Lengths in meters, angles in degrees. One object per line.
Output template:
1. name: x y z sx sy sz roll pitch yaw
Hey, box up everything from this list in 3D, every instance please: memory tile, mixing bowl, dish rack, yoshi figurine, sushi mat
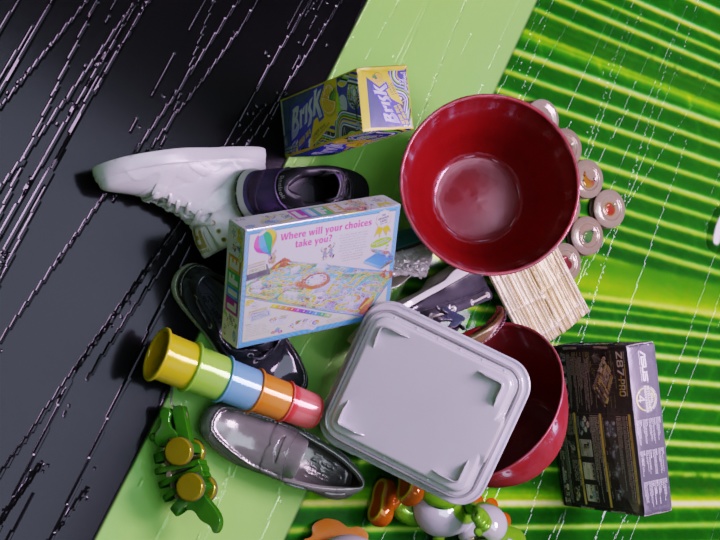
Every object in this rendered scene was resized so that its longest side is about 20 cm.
1. memory tile: 0.238 -0.099 1.853 0.153 0.017 0.200 -47 107 -22
2. mixing bowl: 0.162 0.174 1.718 0.108 0.200 0.201 48 66 -43
3. dish rack: 0.066 0.142 1.601 0.199 0.044 0.172 25 91 11
4. yoshi figurine: 0.110 0.305 1.720 0.200 0.112 0.112 29 90 -25
5. mixing bowl: 0.139 -0.089 1.681 0.199 0.108 0.201 0 84 -3
6. sushi mat: 0.194 -0.010 1.777 0.095 0.012 0.201 -31 103 -17

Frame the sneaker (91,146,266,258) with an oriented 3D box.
1. sneaker: -0.185 -0.070 1.601 0.199 0.074 0.116 -5 86 -29

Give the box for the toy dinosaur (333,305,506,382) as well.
1. toy dinosaur: 0.075 0.140 1.693 0.199 0.182 0.105 -3 45 -40

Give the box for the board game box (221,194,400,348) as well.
1. board game box: -0.052 -0.001 1.591 0.199 0.034 0.135 -10 118 -35

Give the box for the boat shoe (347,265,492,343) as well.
1. boat shoe: 0.073 0.051 1.731 0.200 0.074 0.061 -31 96 -34

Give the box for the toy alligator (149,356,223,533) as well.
1. toy alligator: -0.200 0.191 1.592 0.054 0.059 0.201 -22 78 6

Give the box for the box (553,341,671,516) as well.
1. box: 0.294 0.186 1.784 0.049 0.161 0.201 -6 89 -27

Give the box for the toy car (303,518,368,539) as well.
1. toy car: 0.011 0.359 1.650 0.176 0.185 0.201 -9 62 -27

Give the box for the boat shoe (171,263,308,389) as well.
1. boat shoe: -0.121 0.068 1.629 0.075 0.066 0.200 -44 106 -23

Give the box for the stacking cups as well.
1. stacking cups: -0.134 0.122 1.600 0.199 0.060 0.061 24 76 -28

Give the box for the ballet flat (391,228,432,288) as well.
1. ballet flat: 0.000 0.000 1.700 0.199 0.072 0.072 -10 91 -27

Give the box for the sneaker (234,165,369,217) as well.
1. sneaker: -0.040 -0.082 1.640 0.200 0.087 0.076 -7 91 -51

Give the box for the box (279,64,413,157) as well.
1. box: -0.019 -0.170 1.622 0.064 0.200 0.070 -5 88 -26

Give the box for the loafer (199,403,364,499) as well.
1. loafer: -0.083 0.197 1.638 0.199 0.070 0.070 25 74 -25
